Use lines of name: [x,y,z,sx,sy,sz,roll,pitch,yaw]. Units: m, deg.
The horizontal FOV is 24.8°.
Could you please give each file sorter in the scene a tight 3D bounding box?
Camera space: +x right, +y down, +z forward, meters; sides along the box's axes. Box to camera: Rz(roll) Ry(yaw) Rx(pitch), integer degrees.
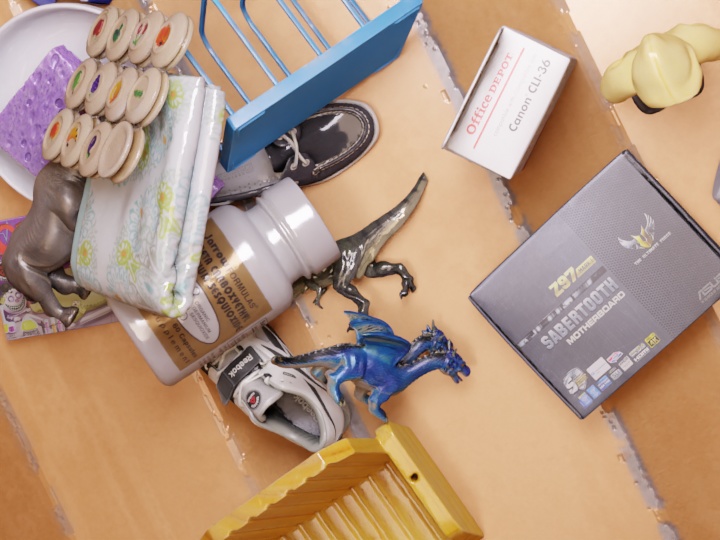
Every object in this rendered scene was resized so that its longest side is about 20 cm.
file sorter: [-0.068,-0.205,1.447,0.200,0.139,0.123,-35,85,-13]

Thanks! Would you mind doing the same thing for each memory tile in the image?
memory tile: [-0.210,-0.152,1.385,0.017,0.200,0.154,25,87,-31]

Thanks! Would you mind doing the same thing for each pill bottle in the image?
pill bottle: [-0.124,0.006,1.491,0.200,0.114,0.114,-34,90,-6]

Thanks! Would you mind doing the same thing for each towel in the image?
towel: [-0.182,-0.070,1.383,0.048,0.171,0.201,8,93,-32]

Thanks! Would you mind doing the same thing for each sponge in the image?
sponge: [-0.235,-0.103,1.512,0.200,0.030,0.112,41,112,-4]

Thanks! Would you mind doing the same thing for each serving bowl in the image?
serving bowl: [-0.263,-0.157,1.550,0.200,0.066,0.201,3,108,10]

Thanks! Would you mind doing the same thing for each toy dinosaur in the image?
toy dinosaur: [0.000,0.000,1.541,0.200,0.047,0.088,-34,83,9]

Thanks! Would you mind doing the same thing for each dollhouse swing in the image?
dollhouse swing: [-0.019,0.256,1.508,0.200,0.176,0.182,-35,89,11]

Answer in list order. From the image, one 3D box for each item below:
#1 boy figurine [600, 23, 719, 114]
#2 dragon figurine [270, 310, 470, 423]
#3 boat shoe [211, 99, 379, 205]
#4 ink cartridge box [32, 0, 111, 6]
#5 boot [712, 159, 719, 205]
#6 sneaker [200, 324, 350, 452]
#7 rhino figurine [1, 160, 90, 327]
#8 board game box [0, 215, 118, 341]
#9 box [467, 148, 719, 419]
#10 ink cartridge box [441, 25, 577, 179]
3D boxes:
boy figurine: [0.264,-0.172,1.392,0.124,0.200,0.065,-22,92,9]
dragon figurine: [0.007,0.074,1.498,0.200,0.059,0.100,25,100,-31]
boat shoe: [-0.081,-0.108,1.532,0.200,0.060,0.074,-15,95,12]
ink cartridge box: [-0.267,-0.340,1.530,0.136,0.076,0.200,34,100,5]
boot: [0.383,-0.143,1.446,0.095,0.074,0.200,14,108,2]
sneaker: [-0.097,0.098,1.539,0.200,0.089,0.074,35,104,0]
rhino figurine: [-0.259,-0.054,1.486,0.087,0.060,0.200,27,105,-2]
board game box: [-0.261,-0.006,1.596,0.200,0.032,0.120,-10,91,12]
box: [0.222,0.013,1.497,0.200,0.051,0.158,-43,87,13]
ink cartridge box: [0.130,-0.145,1.418,0.067,0.200,0.117,26,101,6]
